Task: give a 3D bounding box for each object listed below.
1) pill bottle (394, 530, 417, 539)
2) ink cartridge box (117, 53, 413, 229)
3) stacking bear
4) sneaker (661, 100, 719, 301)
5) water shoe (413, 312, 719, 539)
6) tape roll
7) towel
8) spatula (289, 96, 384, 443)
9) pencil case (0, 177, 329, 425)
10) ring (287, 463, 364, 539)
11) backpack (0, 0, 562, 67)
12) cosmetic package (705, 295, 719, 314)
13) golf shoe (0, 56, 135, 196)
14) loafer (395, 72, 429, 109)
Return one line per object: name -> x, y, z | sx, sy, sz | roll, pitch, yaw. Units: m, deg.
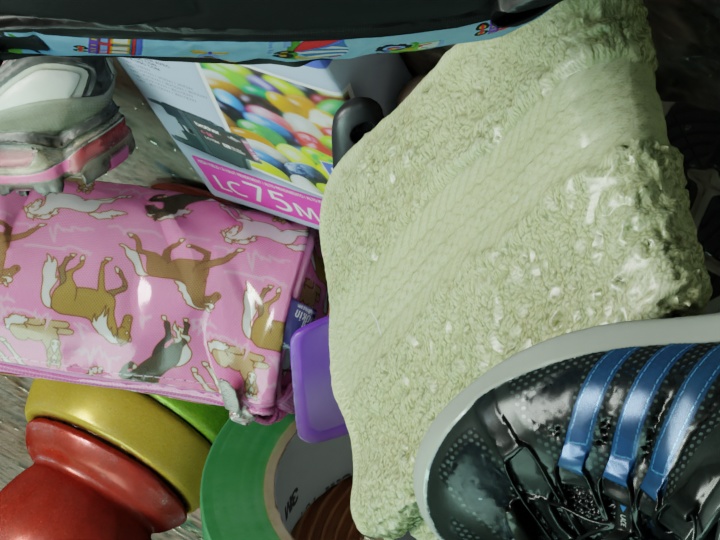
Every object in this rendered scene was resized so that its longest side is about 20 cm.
pill bottle -> 0.115, 0.085, 1.059 | 0.200, 0.112, 0.112 | 8, 172, -28
ink cartridge box -> -0.039, -0.079, 1.101 | 0.119, 0.042, 0.200 | 18, 156, 30
stacking bear -> -0.100, 0.072, 1.311 | 0.114, 0.200, 0.121 | 40, 159, -25
sneaker -> 0.150, 0.013, 1.010 | 0.200, 0.078, 0.080 | 33, 170, -5
water shoe -> 0.095, 0.058, 0.847 | 0.200, 0.079, 0.072 | -20, 125, 31
tape roll -> 0.035, 0.101, 1.191 | 0.200, 0.200, 0.048 | 20, 134, 27
towel -> 0.041, -0.005, 0.959 | 0.036, 0.148, 0.200 | 4, 152, -30
spatula -> 0.000, 0.000, 1.118 | 0.200, 0.056, 0.021 | 92, 157, -55
pencil case -> -0.113, 0.008, 1.204 | 0.200, 0.087, 0.083 | 9, 119, 5
ring -> 0.065, 0.122, 1.217 | 0.200, 0.200, 0.019 | 20, 134, 27
backpack -> -0.020, -0.131, 0.803 | 0.200, 0.135, 0.183 | 1, 168, -15
cosmetic package -> 0.175, 0.042, 0.913 | 0.102, 0.074, 0.200 | 41, 131, -23
golf shoe -> -0.182, -0.081, 1.169 | 0.200, 0.073, 0.092 | 0, 116, 29
loafer -> 0.049, 0.016, 1.102 | 0.063, 0.072, 0.200 | 32, 137, 45
